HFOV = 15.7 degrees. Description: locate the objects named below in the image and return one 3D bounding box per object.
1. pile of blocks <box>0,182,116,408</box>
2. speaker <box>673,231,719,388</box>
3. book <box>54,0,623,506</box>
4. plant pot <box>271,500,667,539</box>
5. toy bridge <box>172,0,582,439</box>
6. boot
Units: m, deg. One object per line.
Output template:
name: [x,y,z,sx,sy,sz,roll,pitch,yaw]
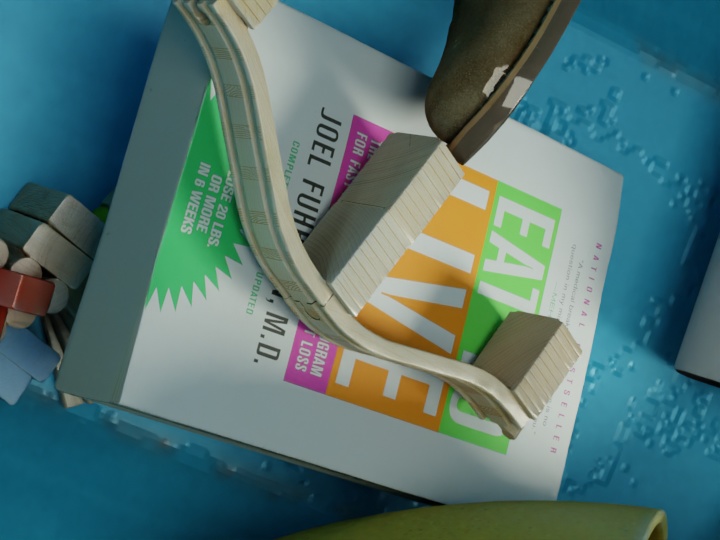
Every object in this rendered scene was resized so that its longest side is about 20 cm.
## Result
pile of blocks: [-0.102,0.013,0.833,0.199,0.062,0.082,-20,104,-20]
speaker: [0.180,-0.043,0.942,0.081,0.081,0.201,20,88,-25]
book: [0.000,0.000,0.854,0.200,0.048,0.134,21,83,-44]
plant pot: [0.007,0.159,0.843,0.141,0.200,0.201,13,92,12]
toy bridge: [0.003,-0.013,0.806,0.067,0.027,0.200,-52,127,-23]
boot: [0.045,-0.123,0.857,0.075,0.074,0.200,28,56,-14]
